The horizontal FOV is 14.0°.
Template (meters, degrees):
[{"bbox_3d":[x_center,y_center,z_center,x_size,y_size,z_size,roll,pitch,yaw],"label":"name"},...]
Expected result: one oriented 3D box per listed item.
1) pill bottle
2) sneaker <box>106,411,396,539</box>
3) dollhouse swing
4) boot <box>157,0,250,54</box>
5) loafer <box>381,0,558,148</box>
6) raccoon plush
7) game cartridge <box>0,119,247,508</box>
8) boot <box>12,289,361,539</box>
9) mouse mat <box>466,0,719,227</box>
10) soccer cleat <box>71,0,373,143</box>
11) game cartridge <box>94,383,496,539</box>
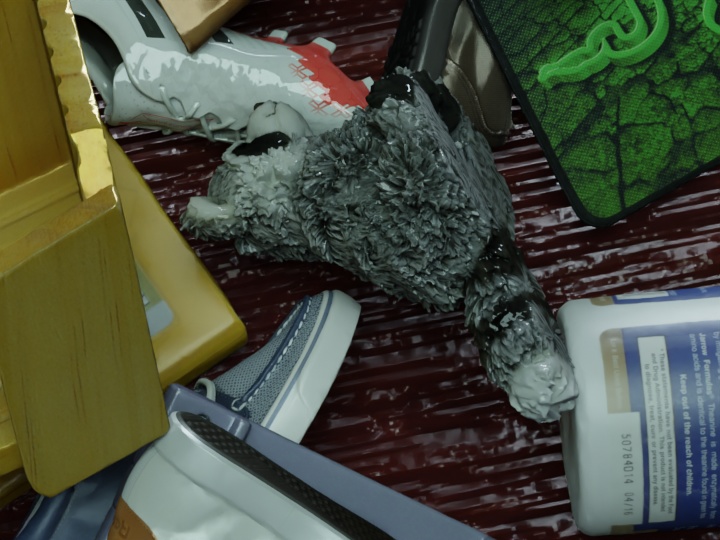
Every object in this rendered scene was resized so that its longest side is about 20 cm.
[{"bbox_3d":[0.194,0.061,1.359,0.199,0.111,0.111,-5,74,0],"label":"pill bottle"},{"bbox_3d":[-0.021,0.148,1.290,0.200,0.073,0.085,34,96,-4],"label":"sneaker"},{"bbox_3d":[-0.191,-0.008,1.294,0.175,0.182,0.200,-13,41,-4],"label":"dollhouse swing"},{"bbox_3d":[-0.006,-0.170,1.376,0.200,0.068,0.188,-37,91,-1],"label":"boot"},{"bbox_3d":[0.064,-0.147,1.451,0.071,0.073,0.201,18,82,-15],"label":"loafer"},{"bbox_3d":[0.000,0.000,1.334,0.134,0.097,0.200,-30,54,16],"label":"raccoon plush"},{"bbox_3d":[-0.184,0.017,1.418,0.200,0.032,0.176,-34,76,-10],"label":"game cartridge"},{"bbox_3d":[-0.083,0.078,1.370,0.090,0.073,0.200,33,77,-6],"label":"boot"},{"bbox_3d":[0.157,-0.132,1.434,0.200,0.008,0.161,-29,95,-16],"label":"mouse mat"},{"bbox_3d":[-0.078,-0.090,1.421,0.200,0.069,0.085,32,57,9],"label":"soccer cleat"},{"bbox_3d":[-0.025,0.151,1.334,0.200,0.038,0.130,26,83,-11],"label":"game cartridge"}]
